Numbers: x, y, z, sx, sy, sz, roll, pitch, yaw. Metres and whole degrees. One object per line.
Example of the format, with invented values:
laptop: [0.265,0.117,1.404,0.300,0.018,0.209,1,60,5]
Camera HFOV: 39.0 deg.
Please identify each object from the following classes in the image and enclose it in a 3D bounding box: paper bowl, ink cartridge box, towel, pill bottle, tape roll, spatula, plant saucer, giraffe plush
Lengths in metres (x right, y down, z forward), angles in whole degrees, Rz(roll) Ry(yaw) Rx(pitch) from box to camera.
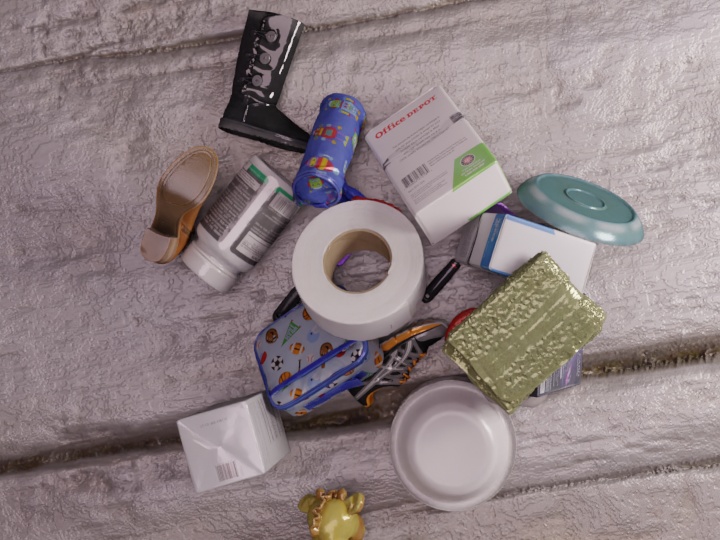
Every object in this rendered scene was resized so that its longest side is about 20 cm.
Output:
paper bowl: [0.142,0.269,1.570,0.198,0.104,0.204,0,90,5]
ink cartridge box: [0.115,-0.162,1.537,0.145,0.084,0.201,-33,49,5]
towel: [0.223,0.084,1.393,0.148,0.037,0.200,44,99,-7]
pill bottle: [-0.187,-0.071,1.605,0.113,0.113,0.201,40,94,5]
ink cartridge box: [0.237,-0.026,1.497,0.143,0.200,0.085,16,92,-10]
tape roll: [0.000,0.000,1.517,0.200,0.071,0.205,-3,65,7]
spatula: [0.163,-0.026,1.610,0.056,0.021,0.200,42,95,2]
spatula: [-0.076,0.007,1.619,0.056,0.021,0.201,38,106,-3]
plant saucer: [0.329,-0.097,1.504,0.198,0.200,0.028,22,117,6]
giraffe plush: [-0.049,0.428,1.577,0.170,0.201,0.164,4,61,10]

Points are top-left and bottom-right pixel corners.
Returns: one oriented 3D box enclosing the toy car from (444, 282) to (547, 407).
toy car: [0.206,0.111,1.525,0.148,0.199,0.178,4,84,26]

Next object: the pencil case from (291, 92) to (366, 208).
pencil case: [-0.047,-0.181,1.563,0.077,0.087,0.202,5,50,13]

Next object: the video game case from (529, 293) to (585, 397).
video game case: [0.294,0.106,1.507,0.019,0.199,0.145,4,91,28]

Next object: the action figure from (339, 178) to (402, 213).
action figure: [-0.001,-0.102,1.609,0.199,0.066,0.052,31,52,6]

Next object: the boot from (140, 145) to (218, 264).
boot: [-0.272,-0.101,1.595,0.076,0.155,0.202,23,96,1]

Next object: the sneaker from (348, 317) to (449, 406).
sneaker: [0.059,0.140,1.597,0.199,0.078,0.078,-33,86,16]

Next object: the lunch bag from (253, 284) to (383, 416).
lunch bag: [-0.063,0.126,1.574,0.199,0.075,0.161,-33,54,16]

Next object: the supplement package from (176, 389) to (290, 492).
supplement package: [-0.189,0.256,1.559,0.112,0.200,0.111,-16,87,7]

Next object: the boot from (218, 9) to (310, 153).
boot: [-0.127,-0.304,1.629,0.163,0.066,0.202,17,87,5]
